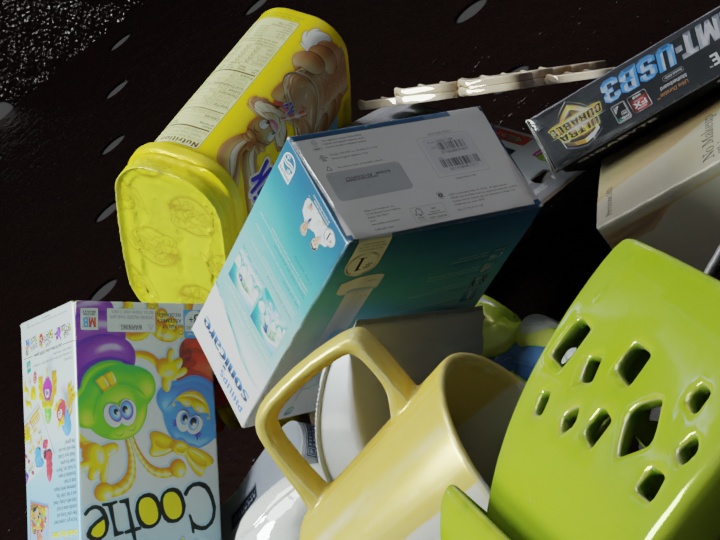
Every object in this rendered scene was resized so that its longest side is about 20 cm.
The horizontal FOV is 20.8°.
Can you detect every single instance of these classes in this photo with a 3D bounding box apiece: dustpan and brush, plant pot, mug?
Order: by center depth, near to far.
[{"bbox_3d":[0.161,0.130,0.899,0.182,0.200,0.199,-49,22,-1],"label":"plant pot"},{"bbox_3d":[0.036,0.137,1.142,0.153,0.149,0.187,-40,64,24],"label":"mug"},{"bbox_3d":[0.014,0.123,1.235,0.057,0.200,0.139,8,8,40],"label":"dustpan and brush"}]

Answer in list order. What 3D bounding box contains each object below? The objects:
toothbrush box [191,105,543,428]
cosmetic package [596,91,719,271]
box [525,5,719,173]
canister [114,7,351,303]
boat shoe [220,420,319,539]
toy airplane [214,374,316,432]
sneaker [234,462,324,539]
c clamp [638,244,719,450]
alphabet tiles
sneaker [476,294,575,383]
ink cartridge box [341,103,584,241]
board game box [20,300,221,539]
[{"bbox_3d":[0.000,0.000,1.230,0.146,0.085,0.200,-12,-31,-32],"label":"toothbrush box"},{"bbox_3d":[0.258,-0.073,1.304,0.200,0.071,0.105,-31,22,23],"label":"cosmetic package"},{"bbox_3d":[0.234,-0.137,1.391,0.200,0.050,0.198,-31,-5,20],"label":"box"},{"bbox_3d":[-0.084,-0.076,1.401,0.086,0.149,0.200,18,48,19],"label":"canister"},{"bbox_3d":[-0.062,0.184,1.340,0.200,0.065,0.074,-50,30,38],"label":"boat shoe"},{"bbox_3d":[-0.035,0.071,1.448,0.199,0.141,0.200,17,48,28],"label":"toy airplane"},{"bbox_3d":[-0.056,0.219,1.255,0.200,0.075,0.088,-55,31,4],"label":"sneaker"},{"bbox_3d":[0.214,0.046,1.124,0.171,0.027,0.200,-61,16,1],"label":"c clamp"},{"bbox_3d":[0.107,-0.139,1.444,0.195,0.015,0.200,-6,6,27],"label":"alphabet tiles"},{"bbox_3d":[0.102,0.082,1.287,0.105,0.076,0.200,-61,24,-3],"label":"sneaker"},{"bbox_3d":[0.063,-0.050,1.439,0.175,0.084,0.200,16,21,19],"label":"ink cartridge box"},{"bbox_3d":[-0.162,0.128,1.328,0.105,0.103,0.200,-19,72,59],"label":"board game box"}]
